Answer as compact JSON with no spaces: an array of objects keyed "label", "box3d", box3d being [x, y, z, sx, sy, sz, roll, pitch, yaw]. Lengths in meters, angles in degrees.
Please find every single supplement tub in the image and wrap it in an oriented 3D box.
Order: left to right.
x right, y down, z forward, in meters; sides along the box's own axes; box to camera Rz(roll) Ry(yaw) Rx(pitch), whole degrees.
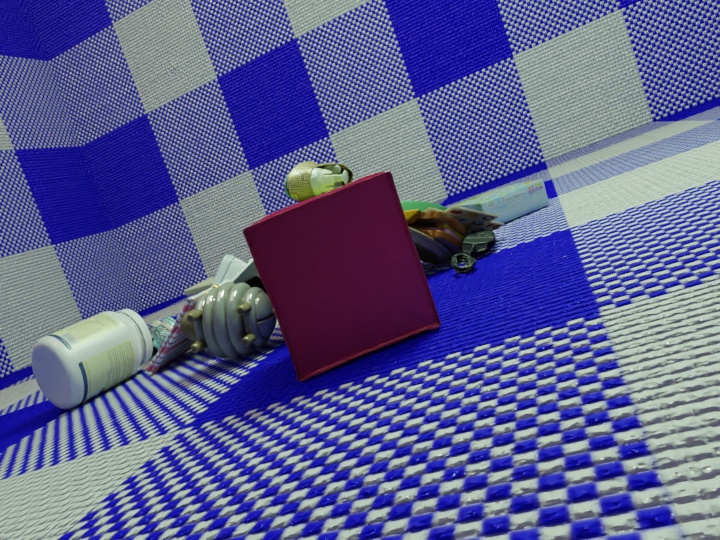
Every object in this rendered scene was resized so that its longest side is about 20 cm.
[{"label":"supplement tub","box3d":[-0.538,0.171,1.252,0.142,0.149,0.199,-15,8,36]}]

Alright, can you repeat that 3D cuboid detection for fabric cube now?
[{"label":"fabric cube","box3d":[-0.023,-0.003,0.820,0.191,0.205,0.199,-19,9,-1]}]

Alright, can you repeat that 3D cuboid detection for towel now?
[{"label":"towel","box3d":[-0.349,0.109,1.254,0.202,0.030,0.146,-55,-5,20]}]

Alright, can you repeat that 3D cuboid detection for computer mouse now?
[{"label":"computer mouse","box3d":[0.198,-0.027,1.078,0.057,0.035,0.200,1,21,24]}]

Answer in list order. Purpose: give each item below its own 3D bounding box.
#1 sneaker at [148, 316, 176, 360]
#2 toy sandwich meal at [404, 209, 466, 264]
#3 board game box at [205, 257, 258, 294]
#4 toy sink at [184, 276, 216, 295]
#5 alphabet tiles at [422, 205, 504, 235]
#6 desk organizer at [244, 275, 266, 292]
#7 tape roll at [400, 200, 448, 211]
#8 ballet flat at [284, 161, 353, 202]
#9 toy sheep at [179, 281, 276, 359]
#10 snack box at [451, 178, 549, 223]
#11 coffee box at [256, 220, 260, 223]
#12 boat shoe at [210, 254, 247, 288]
[{"label":"sneaker","box3d":[-0.461,0.162,1.399,0.087,0.078,0.199,-53,12,-31]},{"label":"toy sandwich meal","box3d":[0.101,-0.076,1.168,0.201,0.072,0.205,23,-7,3]},{"label":"board game box","box3d":[-0.255,0.032,1.285,0.201,0.026,0.201,-51,-5,-32]},{"label":"toy sink","box3d":[-0.306,0.067,1.508,0.195,0.115,0.130,-14,8,16]},{"label":"alphabet tiles","box3d":[0.180,-0.087,1.226,0.162,0.007,0.200,10,-16,-18]},{"label":"desk organizer","box3d":[-0.239,0.082,1.222,0.078,0.071,0.200,-56,-5,19]},{"label":"tape roll","box3d":[0.109,-0.092,1.338,0.194,0.050,0.201,2,-15,1]},{"label":"ballet flat","box3d":[-0.068,-0.169,1.132,0.064,0.073,0.200,-2,16,24]},{"label":"toy sheep","box3d":[-0.208,0.083,1.030,0.194,0.142,0.138,-4,10,10]},{"label":"snack box","box3d":[0.331,-0.156,1.484,0.165,0.069,0.200,-22,9,-10]},{"label":"coffee box","box3d":[-0.060,-0.027,1.105,0.196,0.203,0.199,-23,7,-22]},{"label":"boat shoe","box3d":[-0.309,0.068,1.388,0.065,0.205,0.074,19,-1,9]}]
